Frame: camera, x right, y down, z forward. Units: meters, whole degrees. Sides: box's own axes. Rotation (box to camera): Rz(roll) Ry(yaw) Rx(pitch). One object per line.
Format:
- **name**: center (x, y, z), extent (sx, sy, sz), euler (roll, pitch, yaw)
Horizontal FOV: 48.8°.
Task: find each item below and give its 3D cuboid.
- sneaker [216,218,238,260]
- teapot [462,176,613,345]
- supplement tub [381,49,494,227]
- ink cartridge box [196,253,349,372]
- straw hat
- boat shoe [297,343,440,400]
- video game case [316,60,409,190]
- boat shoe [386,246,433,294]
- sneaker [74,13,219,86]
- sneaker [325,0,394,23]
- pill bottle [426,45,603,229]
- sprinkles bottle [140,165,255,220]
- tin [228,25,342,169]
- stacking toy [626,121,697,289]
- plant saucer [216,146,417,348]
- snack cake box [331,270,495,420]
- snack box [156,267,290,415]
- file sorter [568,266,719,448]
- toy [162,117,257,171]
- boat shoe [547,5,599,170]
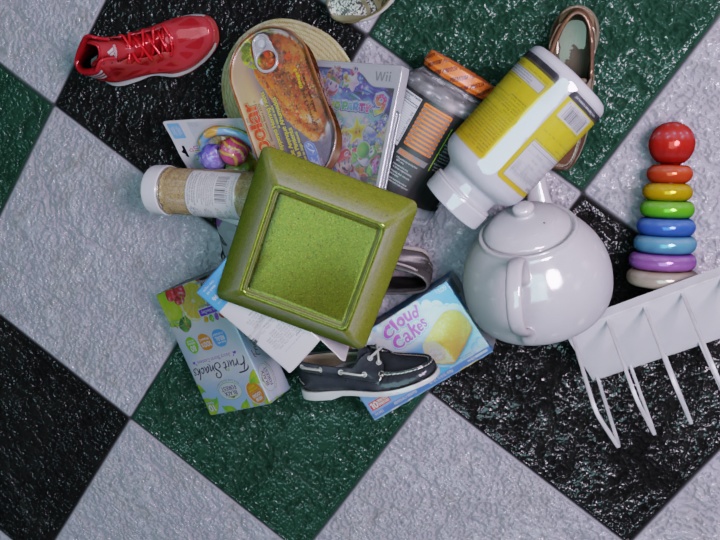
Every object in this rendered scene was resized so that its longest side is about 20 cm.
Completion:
- **sneaker**: center (-0.111, -0.040, 1.119), extent (0.198, 0.078, 0.141), euler (5, 105, 23)
- **teapot**: center (0.207, -0.014, 0.961), extent (0.196, 0.200, 0.147), euler (-28, 124, -15)
- **supplement tub**: center (0.080, -0.167, 1.009), extent (0.122, 0.123, 0.201), euler (32, 108, 5)
- **ink cartridge box**: center (-0.108, 0.055, 1.051), extent (0.200, 0.116, 0.068), euler (42, 107, -8)
- **straw hat**: center (-0.111, -0.242, 1.061), extent (0.199, 0.085, 0.203), euler (3, 104, 14)
- **boat shoe**: center (0.005, 0.129, 1.052), extent (0.198, 0.076, 0.061), euler (-11, 105, 17)
- **video game case**: center (-0.018, -0.159, 0.997), extent (0.142, 0.018, 0.202), euler (15, 96, 38)
- **boat shoe**: center (0.000, 0.000, 1.076), extent (0.198, 0.057, 0.067), euler (0, 129, 1)
- **sneaker**: center (-0.297, -0.297, 1.081), extent (0.198, 0.116, 0.079), euler (-18, 98, 18)
- **sneaker**: center (0.036, -0.378, 0.990), extent (0.199, 0.089, 0.077), euler (-26, 95, 19)
- **pill bottle**: center (0.172, -0.147, 0.914), extent (0.112, 0.112, 0.200), euler (44, 105, 2)
- **sprinkles bottle**: center (-0.196, -0.103, 1.062), extent (0.198, 0.068, 0.069), euler (6, 104, 23)
- **tin**: center (-0.093, -0.203, 0.991), extent (0.111, 0.042, 0.202), euler (-20, 86, 11)
- **stacking toy**: center (0.376, -0.081, 0.977), extent (0.085, 0.085, 0.202), euler (2, 99, 14)
- **plant saucer**: center (-0.056, -0.018, 0.943), extent (0.198, 0.048, 0.201), euler (20, 105, -2)
- **snack cake box**: center (0.073, 0.104, 1.102), extent (0.199, 0.067, 0.115), euler (-34, 93, 19)
- **snack box**: center (-0.202, 0.103, 1.158), extent (0.142, 0.053, 0.201), euler (-17, 99, 41)
- **file sorter**: center (0.374, 0.113, 0.965), extent (0.199, 0.125, 0.139), euler (-23, 139, 18)
- **toy**: center (-0.163, -0.154, 1.083), extent (0.198, 0.048, 0.116), euler (-2, 142, 14)
- **boat shoe**: center (0.251, -0.223, 0.978), extent (0.075, 0.072, 0.202), euler (4, 104, 14)
